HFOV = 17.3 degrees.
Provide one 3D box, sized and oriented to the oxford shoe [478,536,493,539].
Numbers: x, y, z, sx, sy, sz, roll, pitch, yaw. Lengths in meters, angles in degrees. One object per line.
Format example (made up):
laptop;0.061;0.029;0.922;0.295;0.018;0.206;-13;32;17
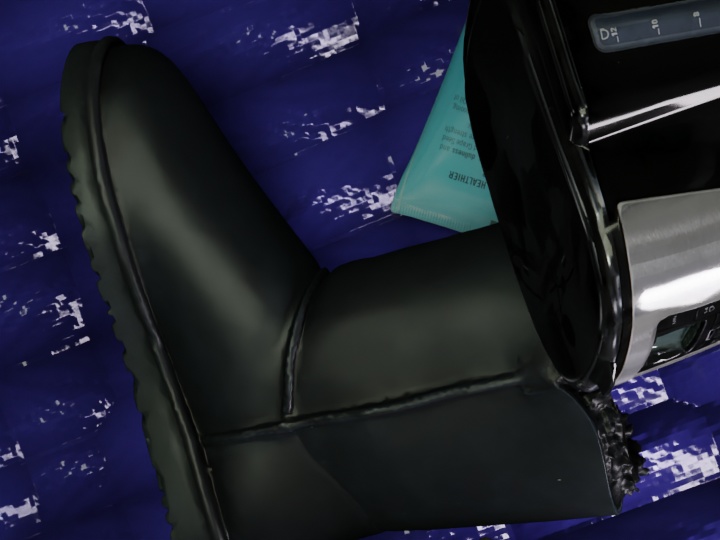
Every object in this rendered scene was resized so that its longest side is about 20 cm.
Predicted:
oxford shoe;0.027;0.135;0.817;0.198;0.071;0.073;-6;56;17

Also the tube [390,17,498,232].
tube;0.074;-0.104;0.810;0.077;0.050;0.202;19;98;15

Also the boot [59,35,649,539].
boot;0.000;0.000;0.805;0.167;0.076;0.202;-15;93;13

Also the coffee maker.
coffee maker;0.135;-0.068;0.737;0.198;0.135;0.193;-10;46;-10
